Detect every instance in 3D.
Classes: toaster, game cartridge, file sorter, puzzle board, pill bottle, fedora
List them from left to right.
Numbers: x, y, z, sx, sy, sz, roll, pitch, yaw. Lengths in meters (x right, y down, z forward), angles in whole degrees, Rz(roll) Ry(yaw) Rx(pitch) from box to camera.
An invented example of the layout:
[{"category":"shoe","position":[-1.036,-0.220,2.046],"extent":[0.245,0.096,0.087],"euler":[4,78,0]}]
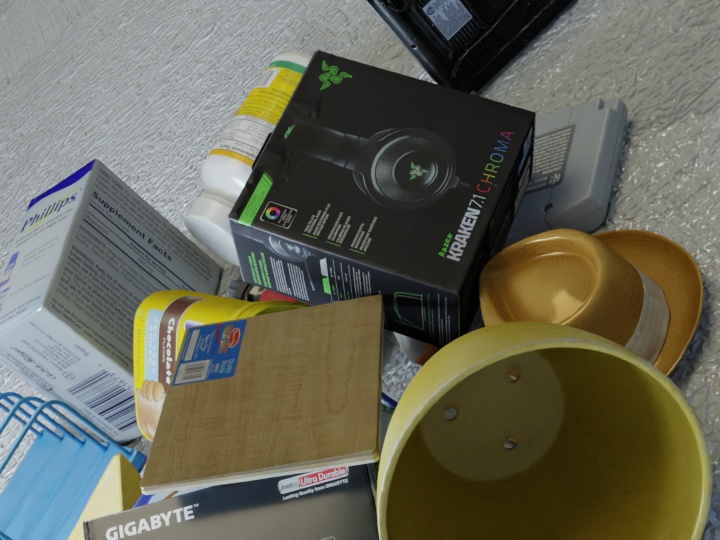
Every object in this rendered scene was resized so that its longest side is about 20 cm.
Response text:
[{"category":"file sorter","position":[-0.330,0.196,1.334],"extent":[0.199,0.123,0.140],"euler":[1,55,50]},{"category":"pill bottle","position":[-0.089,-0.108,1.394],"extent":[0.112,0.113,0.201],"euler":[6,58,52]},{"category":"puzzle board","position":[-0.058,0.081,0.936],"extent":[0.149,0.018,0.201],"euler":[-10,26,7]},{"category":"toaster","position":[0.086,-0.287,1.304],"extent":[0.181,0.200,0.119],"euler":[-44,36,5]},{"category":"game cartridge","position":[0.125,-0.064,1.162],"extent":[0.199,0.041,0.134],"euler":[-16,47,40]},{"category":"fedora","position":[0.142,0.028,0.989],"extent":[0.200,0.082,0.202],"euler":[-31,34,24]}]

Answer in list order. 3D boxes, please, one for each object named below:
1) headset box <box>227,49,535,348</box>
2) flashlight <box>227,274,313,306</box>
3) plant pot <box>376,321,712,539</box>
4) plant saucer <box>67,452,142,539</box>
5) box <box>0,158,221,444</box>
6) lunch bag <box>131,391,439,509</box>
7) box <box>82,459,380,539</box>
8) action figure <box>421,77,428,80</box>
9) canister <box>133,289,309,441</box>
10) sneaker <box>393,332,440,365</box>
[{"category":"headset box","position":[0.014,-0.058,1.074],"extent":[0.198,0.093,0.175],"euler":[18,62,15]},{"category":"flashlight","position":[-0.060,0.040,1.241],"extent":[0.199,0.067,0.069],"euler":[16,99,58]},{"category":"plant pot","position":[0.097,0.112,0.864],"extent":[0.200,0.200,0.142],"euler":[-42,20,6]},{"category":"plant saucer","position":[-0.197,0.280,1.082],"extent":[0.201,0.048,0.201],"euler":[-57,31,34]},{"category":"box","position":[-0.249,0.032,1.362],"extent":[0.104,0.184,0.201],"euler":[-26,36,32]},{"category":"lunch bag","position":[-0.046,0.165,0.987],"extent":[0.169,0.124,0.201],"euler":[29,83,32]},{"category":"box","position":[-0.067,0.213,0.876],"extent":[0.198,0.046,0.161],"euler":[-16,67,8]},{"category":"action figure","position":[0.019,-0.096,1.272],"extent":[0.201,0.069,0.130],"euler":[-65,5,-26]},{"category":"canister","position":[-0.116,0.094,1.182],"extent":[0.199,0.086,0.151],"euler":[7,99,55]},{"category":"sneaker","position":[0.000,0.000,1.144],"extent":[0.091,0.076,0.201],"euler":[-24,59,0]}]
